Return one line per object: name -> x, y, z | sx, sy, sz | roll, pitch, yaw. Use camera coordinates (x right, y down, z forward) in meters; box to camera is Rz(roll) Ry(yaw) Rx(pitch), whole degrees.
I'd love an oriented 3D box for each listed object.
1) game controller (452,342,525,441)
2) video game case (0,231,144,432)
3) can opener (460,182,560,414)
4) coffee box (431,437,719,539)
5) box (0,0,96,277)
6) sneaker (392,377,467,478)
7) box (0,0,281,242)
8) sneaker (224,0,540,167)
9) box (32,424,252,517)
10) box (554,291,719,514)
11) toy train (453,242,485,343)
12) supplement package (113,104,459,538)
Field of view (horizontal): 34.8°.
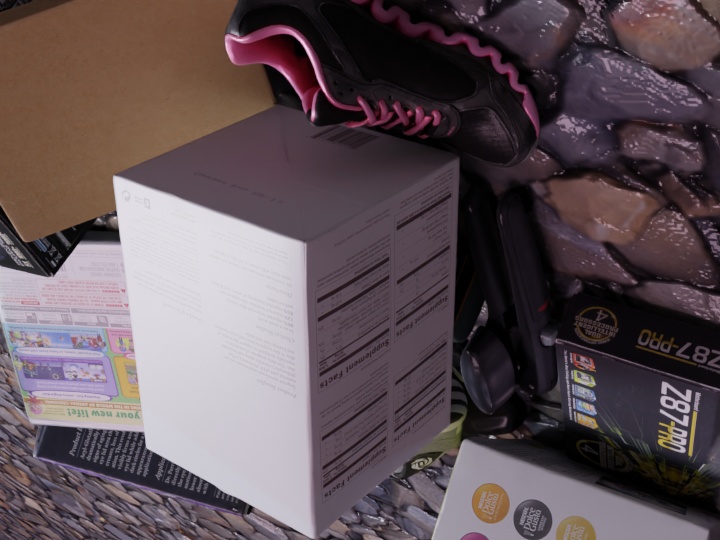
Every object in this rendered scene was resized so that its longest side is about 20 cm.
game controller -> 0.059, 0.081, 0.999 | 0.104, 0.042, 0.200 | -18, 128, 38
video game case -> -0.196, 0.052, 0.926 | 0.199, 0.022, 0.183 | 2, 119, 15
can opener -> 0.109, 0.021, 0.815 | 0.063, 0.079, 0.201 | 16, 138, 26
coffee box -> 0.167, 0.260, 0.930 | 0.197, 0.201, 0.200 | 18, 180, 23
box -> -0.257, -0.123, 0.828 | 0.086, 0.164, 0.200 | 10, 147, 34
sneaker -> -0.006, 0.147, 0.993 | 0.199, 0.075, 0.116 | -3, 144, 6
box -> -0.159, -0.112, 0.744 | 0.199, 0.021, 0.164 | -20, 135, -2
sneaker -> 0.009, -0.107, 0.663 | 0.200, 0.096, 0.079 | 32, 151, -4
box -> -0.186, 0.155, 1.075 | 0.199, 0.105, 0.148 | 15, 167, 0
box -> 0.229, 0.106, 0.846 | 0.161, 0.049, 0.200 | 16, 151, 21
toy train -> 0.000, 0.000, 0.871 | 0.199, 0.085, 0.114 | 6, 153, 40
supplement package -> -0.041, 0.024, 0.726 | 0.151, 0.150, 0.201 | 20, 124, 33
